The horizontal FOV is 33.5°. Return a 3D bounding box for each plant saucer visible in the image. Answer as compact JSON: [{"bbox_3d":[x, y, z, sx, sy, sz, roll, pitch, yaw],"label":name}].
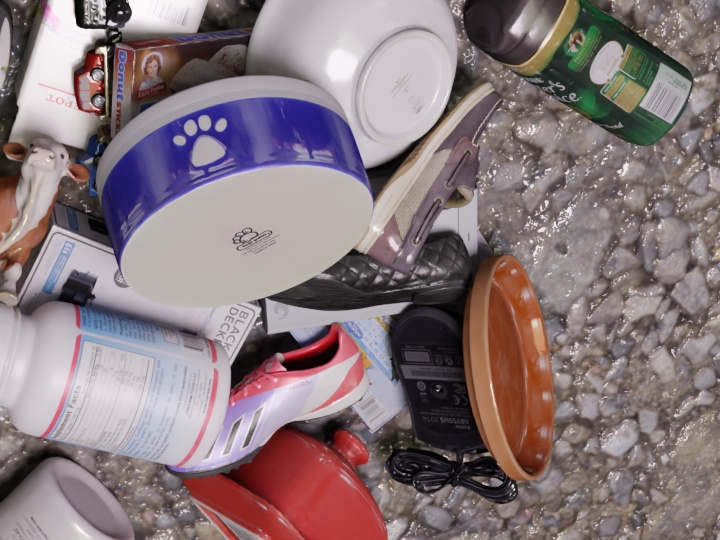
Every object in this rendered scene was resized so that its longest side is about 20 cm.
[{"bbox_3d":[0.132,0.087,1.069,0.032,0.201,0.201,-9,122,24],"label":"plant saucer"}]

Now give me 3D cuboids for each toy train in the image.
[{"bbox_3d":[-0.194,-0.139,0.901,0.045,0.034,0.201,-4,114,-15],"label":"toy train"}]

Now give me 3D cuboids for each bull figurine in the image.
[{"bbox_3d":[-0.288,-0.025,0.914,0.199,0.122,0.065,-25,129,38],"label":"bull figurine"}]

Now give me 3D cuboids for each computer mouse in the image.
[{"bbox_3d":[0.081,0.115,1.111,0.053,0.138,0.201,-41,129,-50],"label":"computer mouse"}]

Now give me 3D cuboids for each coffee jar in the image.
[{"bbox_3d":[0.190,-0.191,1.051,0.199,0.104,0.086,27,100,-26],"label":"coffee jar"}]

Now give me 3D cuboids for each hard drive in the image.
[{"bbox_3d":[0.007,-0.022,1.060,0.199,0.027,0.133,-8,113,-14],"label":"hard drive"}]

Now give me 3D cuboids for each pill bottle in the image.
[{"bbox_3d":[-0.310,0.275,1.076,0.200,0.114,0.114,-44,119,4],"label":"pill bottle"},{"bbox_3d":[-0.214,0.088,0.962,0.199,0.109,0.109,17,106,-24],"label":"pill bottle"}]

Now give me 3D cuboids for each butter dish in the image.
[{"bbox_3d":[-0.049,0.213,1.122,0.148,0.199,0.200,-48,123,-21],"label":"butter dish"}]

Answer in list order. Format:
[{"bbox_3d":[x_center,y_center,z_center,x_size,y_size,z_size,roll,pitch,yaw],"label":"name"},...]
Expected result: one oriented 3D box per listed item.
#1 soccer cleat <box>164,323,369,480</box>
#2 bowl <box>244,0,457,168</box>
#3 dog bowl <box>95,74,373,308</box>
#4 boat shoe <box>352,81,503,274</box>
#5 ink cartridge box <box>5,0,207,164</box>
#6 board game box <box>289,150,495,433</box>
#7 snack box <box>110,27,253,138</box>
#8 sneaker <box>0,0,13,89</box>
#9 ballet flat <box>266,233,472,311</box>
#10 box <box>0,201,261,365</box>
[{"bbox_3d":[-0.089,0.115,1.059,0.199,0.068,0.074,-25,125,-12],"label":"soccer cleat"},{"bbox_3d":[0.011,-0.162,0.975,0.200,0.090,0.202,-21,128,-29],"label":"bowl"},{"bbox_3d":[-0.093,-0.054,0.900,0.199,0.079,0.200,-16,154,-8],"label":"dog bowl"},{"bbox_3d":[0.066,-0.077,1.000,0.065,0.072,0.200,40,61,-2],"label":"boat shoe"},{"bbox_3d":[-0.200,-0.174,0.942,0.116,0.067,0.201,16,107,-24],"label":"ink cartridge box"},{"bbox_3d":[0.032,0.022,1.125,0.199,0.041,0.200,-36,119,-1],"label":"board game box"},{"bbox_3d":[-0.116,-0.151,0.945,0.200,0.024,0.072,-22,127,-51],"label":"snack box"},{"bbox_3d":[-0.334,-0.125,0.914,0.084,0.075,0.201,27,102,-27],"label":"sneaker"},{"bbox_3d":[0.000,0.000,1.032,0.198,0.057,0.067,-1,155,-16],"label":"ballet flat"},{"bbox_3d":[-0.200,0.033,1.039,0.199,0.060,0.117,25,104,-27],"label":"box"}]
